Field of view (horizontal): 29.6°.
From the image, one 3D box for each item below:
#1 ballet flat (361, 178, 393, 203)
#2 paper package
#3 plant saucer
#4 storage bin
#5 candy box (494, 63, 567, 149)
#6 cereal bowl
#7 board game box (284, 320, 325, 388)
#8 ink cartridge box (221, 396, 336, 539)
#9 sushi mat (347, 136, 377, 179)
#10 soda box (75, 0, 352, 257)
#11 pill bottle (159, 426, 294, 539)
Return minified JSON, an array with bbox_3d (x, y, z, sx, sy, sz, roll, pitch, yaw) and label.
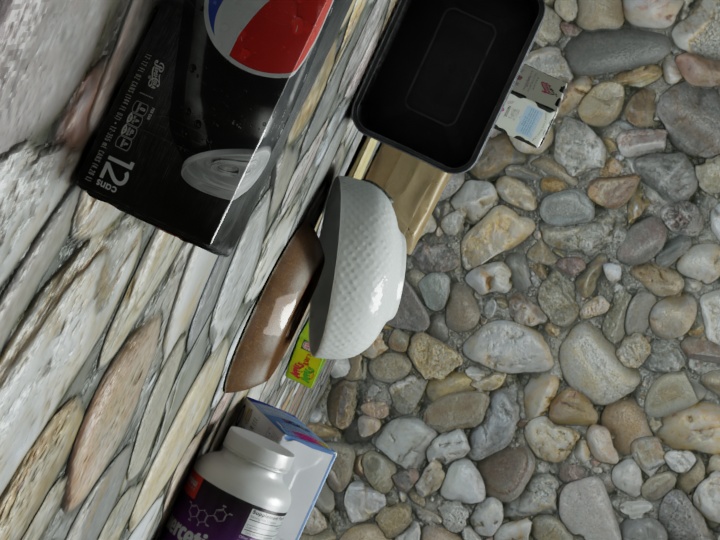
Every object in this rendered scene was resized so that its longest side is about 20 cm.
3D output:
[{"bbox_3d":[-0.017,-0.037,1.699,0.066,0.057,0.200,109,7,-58],"label":"ballet flat"},{"bbox_3d":[0.069,-0.132,1.974,0.191,0.103,0.200,-63,178,-4],"label":"paper package"},{"bbox_3d":[-0.083,0.045,1.430,0.200,0.037,0.200,24,90,-86],"label":"plant saucer"},{"bbox_3d":[0.089,-0.208,1.374,0.094,0.135,0.200,-34,149,-83],"label":"storage bin"},{"bbox_3d":[0.168,-0.248,1.817,0.136,0.200,0.061,-58,172,-62],"label":"candy box"},{"bbox_3d":[0.000,0.000,1.474,0.200,0.083,0.200,-173,-90,-82],"label":"cereal bowl"},{"bbox_3d":[-0.051,0.079,2.138,0.200,0.048,0.102,-62,176,-46],"label":"board game box"},{"bbox_3d":[-0.116,0.235,1.608,0.136,0.076,0.200,-65,-156,0],"label":"ink cartridge box"},{"bbox_3d":[0.025,-0.181,1.652,0.096,0.012,0.200,-4,118,-85],"label":"sushi mat"},{"bbox_3d":[-0.045,-0.109,0.580,0.071,0.063,0.200,66,49,-86],"label":"soda box"},{"bbox_3d":[-0.147,0.272,1.450,0.112,0.112,0.200,32,82,-87],"label":"pill bottle"}]
